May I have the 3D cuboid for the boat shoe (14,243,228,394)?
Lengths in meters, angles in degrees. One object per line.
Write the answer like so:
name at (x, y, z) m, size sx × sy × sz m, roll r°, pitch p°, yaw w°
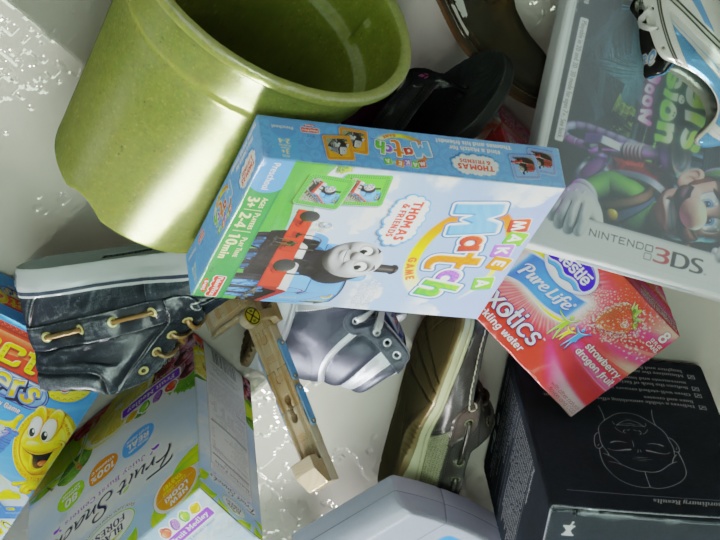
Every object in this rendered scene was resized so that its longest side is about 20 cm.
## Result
boat shoe at (-0.128, 0.028, 1.737) m, size 0.200 × 0.071 × 0.091 m, roll -7°, pitch 101°, yaw 12°

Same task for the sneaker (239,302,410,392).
sneaker at (0.000, 0.000, 1.788) m, size 0.108 × 0.070 × 0.200 m, roll 19°, pitch 123°, yaw -11°

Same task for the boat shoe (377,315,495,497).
boat shoe at (0.063, 0.101, 1.859) m, size 0.066 × 0.072 × 0.201 m, roll 7°, pitch 124°, yaw -16°

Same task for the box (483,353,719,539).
box at (0.179, 0.155, 1.824) m, size 0.148 × 0.200 × 0.107 m, roll 5°, pitch 119°, yaw -9°

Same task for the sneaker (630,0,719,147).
sneaker at (0.198, -0.171, 1.674) m, size 0.072 × 0.072 × 0.200 m, roll -31°, pitch 90°, yaw -6°

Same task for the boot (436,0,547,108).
boot at (0.090, -0.197, 1.683) m, size 0.097 × 0.075 × 0.200 m, roll -34°, pitch 116°, yaw 17°

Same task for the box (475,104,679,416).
box at (0.117, -0.011, 1.781) m, size 0.100 × 0.096 × 0.200 m, roll -37°, pitch 117°, yaw 14°

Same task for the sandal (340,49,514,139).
sandal at (0.008, -0.086, 1.668) m, size 0.200 × 0.075 × 0.048 m, roll -29°, pitch 128°, yaw 20°

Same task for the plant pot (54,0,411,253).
plant pot at (-0.098, -0.117, 1.657) m, size 0.200 × 0.201 × 0.184 m, roll 24°, pitch 126°, yaw -18°

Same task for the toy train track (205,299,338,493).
toy train track at (-0.069, 0.056, 1.761) m, size 0.032 × 0.201 × 0.115 m, roll -12°, pitch 164°, yaw -42°

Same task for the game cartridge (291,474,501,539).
game cartridge at (0.050, 0.220, 1.903) m, size 0.133 × 0.041 × 0.200 m, roll -36°, pitch 134°, yaw 22°

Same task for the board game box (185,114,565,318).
board game box at (0.008, -0.031, 1.632) m, size 0.199 × 0.037 × 0.151 m, roll 4°, pitch 144°, yaw -21°

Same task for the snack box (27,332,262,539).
snack box at (-0.151, 0.160, 1.790) m, size 0.169 × 0.200 × 0.068 m, roll -40°, pitch 117°, yaw 16°

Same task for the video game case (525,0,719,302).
video game case at (0.201, -0.093, 1.718) m, size 0.181 × 0.023 × 0.201 m, roll 15°, pitch 82°, yaw -19°

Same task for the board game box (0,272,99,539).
board game box at (-0.303, 0.086, 1.814) m, size 0.200 × 0.056 × 0.196 m, roll 26°, pitch 114°, yaw -20°
